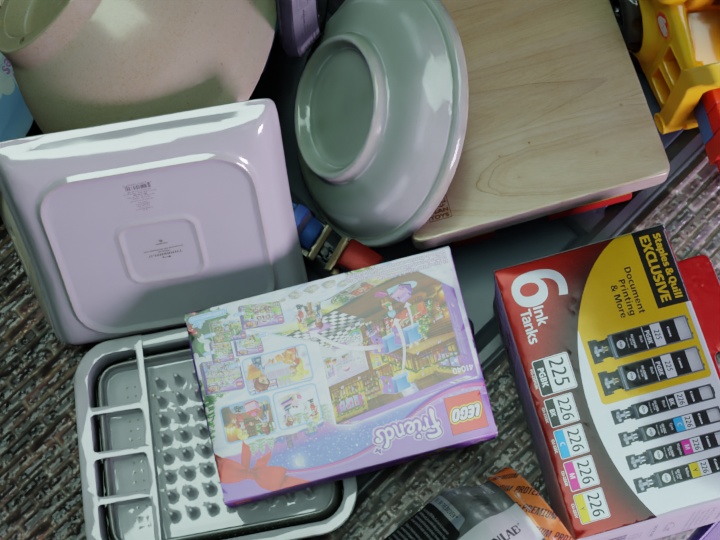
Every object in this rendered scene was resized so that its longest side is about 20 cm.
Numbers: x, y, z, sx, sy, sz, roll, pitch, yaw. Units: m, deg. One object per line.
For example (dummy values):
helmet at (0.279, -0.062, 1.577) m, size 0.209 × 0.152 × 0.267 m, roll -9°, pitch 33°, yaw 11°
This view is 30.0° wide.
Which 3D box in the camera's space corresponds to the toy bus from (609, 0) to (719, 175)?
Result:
toy bus at (0.272, -0.173, 0.991) m, size 0.134 × 0.200 × 0.195 m, roll -12°, pitch 76°, yaw -3°

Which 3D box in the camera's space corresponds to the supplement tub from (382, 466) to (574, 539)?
supplement tub at (0.050, 0.230, 0.894) m, size 0.199 × 0.123 × 0.123 m, roll -38°, pitch 70°, yaw -8°

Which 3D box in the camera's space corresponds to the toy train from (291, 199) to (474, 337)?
toy train at (0.000, 0.000, 1.007) m, size 0.199 × 0.046 × 0.034 m, roll 32°, pitch 75°, yaw 3°

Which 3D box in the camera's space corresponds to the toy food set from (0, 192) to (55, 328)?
toy food set at (-0.184, -0.057, 1.068) m, size 0.198 × 0.061 × 0.144 m, roll -28°, pitch 58°, yaw -7°

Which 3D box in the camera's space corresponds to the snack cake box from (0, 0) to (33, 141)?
snack cake box at (-0.323, -0.136, 1.080) m, size 0.114 × 0.067 × 0.202 m, roll 8°, pitch 68°, yaw 34°

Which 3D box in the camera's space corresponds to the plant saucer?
plant saucer at (-0.001, -0.119, 1.000) m, size 0.050 × 0.200 × 0.203 m, roll 3°, pitch 63°, yaw -36°

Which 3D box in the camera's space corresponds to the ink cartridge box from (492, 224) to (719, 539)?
ink cartridge box at (0.203, 0.081, 0.956) m, size 0.173 × 0.084 × 0.203 m, roll -16°, pitch 68°, yaw -1°

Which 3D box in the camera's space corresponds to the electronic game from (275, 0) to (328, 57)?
electronic game at (-0.044, -0.258, 0.982) m, size 0.041 × 0.200 × 0.203 m, roll 2°, pitch 69°, yaw 2°

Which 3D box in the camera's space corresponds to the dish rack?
dish rack at (-0.106, 0.126, 0.991) m, size 0.197 × 0.044 × 0.174 m, roll -11°, pitch 68°, yaw 2°

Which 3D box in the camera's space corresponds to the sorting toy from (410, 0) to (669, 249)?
sorting toy at (0.113, -0.124, 1.050) m, size 0.197 × 0.070 × 0.201 m, roll -15°, pitch 69°, yaw 0°

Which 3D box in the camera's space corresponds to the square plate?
square plate at (-0.143, -0.023, 0.954) m, size 0.197 × 0.200 × 0.029 m, roll -10°, pitch 46°, yaw -1°

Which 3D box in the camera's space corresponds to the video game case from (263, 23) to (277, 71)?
video game case at (-0.147, -0.227, 1.106) m, size 0.197 × 0.018 × 0.145 m, roll 3°, pitch 68°, yaw 29°

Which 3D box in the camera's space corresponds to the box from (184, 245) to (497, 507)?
box at (-0.015, 0.075, 0.951) m, size 0.197 × 0.039 × 0.139 m, roll -14°, pitch 76°, yaw -1°

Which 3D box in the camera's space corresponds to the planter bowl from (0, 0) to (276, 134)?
planter bowl at (-0.177, -0.172, 0.970) m, size 0.199 × 0.134 × 0.202 m, roll -28°, pitch 44°, yaw 31°
